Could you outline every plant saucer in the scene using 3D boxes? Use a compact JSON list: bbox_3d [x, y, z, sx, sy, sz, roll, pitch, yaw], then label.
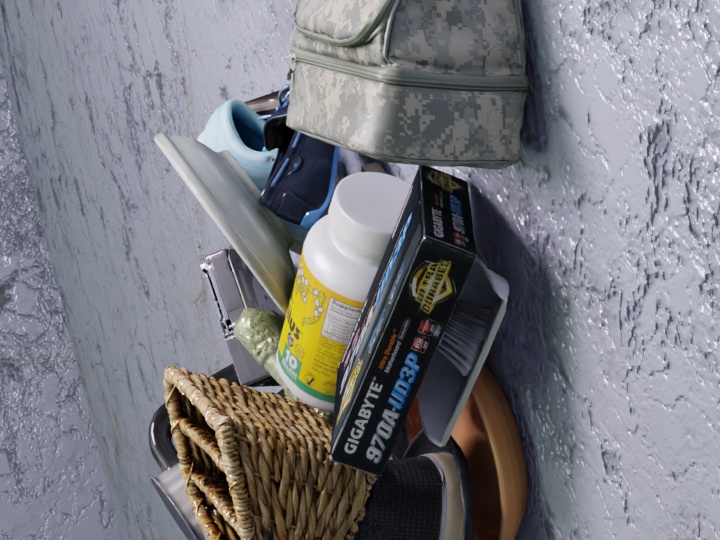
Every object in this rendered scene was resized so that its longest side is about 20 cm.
[{"bbox_3d":[-0.110,-0.054,1.502,0.200,0.050,0.200,53,177,3],"label":"plant saucer"},{"bbox_3d":[0.091,0.149,1.414,0.200,0.037,0.201,165,90,-71],"label":"plant saucer"}]

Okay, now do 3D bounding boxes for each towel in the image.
[{"bbox_3d":[-0.049,0.103,1.598,0.149,0.036,0.200,50,-175,13],"label":"towel"}]

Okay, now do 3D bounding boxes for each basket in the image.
[{"bbox_3d":[-0.100,0.180,1.374,0.200,0.148,0.143,30,100,65],"label":"basket"}]

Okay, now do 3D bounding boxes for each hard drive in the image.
[{"bbox_3d":[-0.098,0.051,1.728,0.140,0.038,0.200,70,-165,10],"label":"hard drive"}]

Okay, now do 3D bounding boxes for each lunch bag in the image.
[{"bbox_3d":[0.033,-0.173,1.217,0.200,0.139,0.169,-150,65,-64],"label":"lunch bag"}]

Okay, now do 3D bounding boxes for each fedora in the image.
[{"bbox_3d":[0.019,0.222,1.389,0.200,0.091,0.202,-171,90,-71],"label":"fedora"}]

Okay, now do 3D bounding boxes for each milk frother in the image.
[{"bbox_3d":[-0.133,0.225,1.853,0.181,0.188,0.200,49,164,31],"label":"milk frother"}]

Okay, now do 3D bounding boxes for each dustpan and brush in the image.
[{"bbox_3d":[0.074,0.035,1.325,0.200,0.057,0.140,-70,2,-67],"label":"dustpan and brush"}]

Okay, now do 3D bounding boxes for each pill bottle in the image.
[{"bbox_3d":[-0.003,0.019,1.437,0.113,0.112,0.201,59,145,40],"label":"pill bottle"}]

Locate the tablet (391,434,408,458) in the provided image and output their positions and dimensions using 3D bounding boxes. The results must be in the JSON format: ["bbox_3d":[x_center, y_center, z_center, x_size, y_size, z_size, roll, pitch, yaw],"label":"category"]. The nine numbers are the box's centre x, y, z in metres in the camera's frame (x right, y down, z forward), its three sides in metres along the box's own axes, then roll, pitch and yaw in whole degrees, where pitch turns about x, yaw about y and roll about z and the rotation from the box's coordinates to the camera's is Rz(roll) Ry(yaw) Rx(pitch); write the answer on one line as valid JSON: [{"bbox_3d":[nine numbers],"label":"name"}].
[{"bbox_3d":[-0.009,0.111,1.607,0.130,0.014,0.200,44,-173,-43],"label":"tablet"}]

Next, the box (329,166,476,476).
[{"bbox_3d":[0.032,0.036,1.288,0.159,0.046,0.201,-86,17,-67],"label":"box"}]

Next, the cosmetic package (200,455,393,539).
[{"bbox_3d":[-0.053,0.246,1.649,0.090,0.199,0.107,100,147,-53],"label":"cosmetic package"}]

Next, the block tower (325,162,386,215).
[{"bbox_3d":[0.000,0.000,1.539,0.054,0.058,0.201,-126,29,-46],"label":"block tower"}]

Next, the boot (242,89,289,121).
[{"bbox_3d":[-0.082,-0.101,1.679,0.200,0.073,0.151,-18,91,63],"label":"boot"}]

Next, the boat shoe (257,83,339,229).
[{"bbox_3d":[-0.054,-0.128,1.485,0.201,0.068,0.084,-89,21,-49],"label":"boat shoe"}]

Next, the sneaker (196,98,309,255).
[{"bbox_3d":[-0.071,-0.086,1.573,0.200,0.074,0.082,37,137,6],"label":"sneaker"}]
